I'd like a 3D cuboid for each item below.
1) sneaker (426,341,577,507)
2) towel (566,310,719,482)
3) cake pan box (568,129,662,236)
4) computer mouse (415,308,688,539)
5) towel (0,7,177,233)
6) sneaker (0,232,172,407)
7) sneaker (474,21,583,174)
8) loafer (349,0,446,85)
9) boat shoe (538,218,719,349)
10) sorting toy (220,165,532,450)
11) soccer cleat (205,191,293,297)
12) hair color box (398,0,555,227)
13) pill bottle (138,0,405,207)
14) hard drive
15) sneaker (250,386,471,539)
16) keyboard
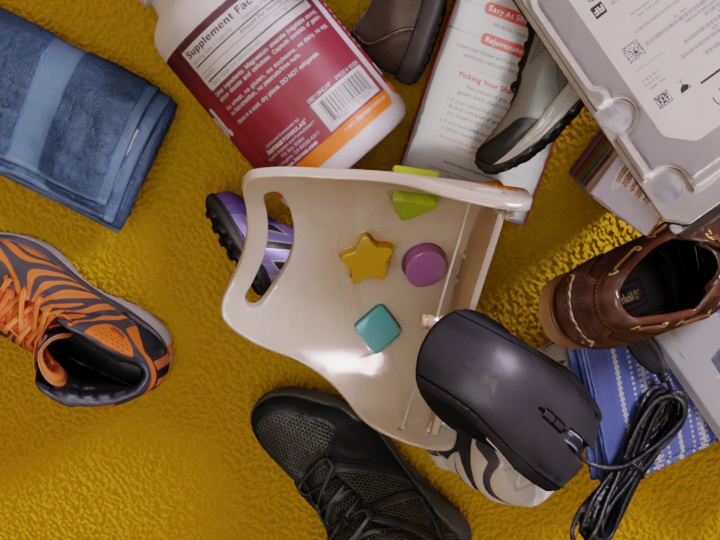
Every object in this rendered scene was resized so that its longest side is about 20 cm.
[{"bbox_3d":[0.124,0.084,0.953,0.200,0.129,0.080,-51,120,-24],"label":"sneaker"},{"bbox_3d":[0.231,0.055,0.921,0.198,0.024,0.147,-17,99,-26],"label":"towel"},{"bbox_3d":[0.220,-0.123,0.852,0.052,0.184,0.201,36,101,-3],"label":"cake pan box"},{"bbox_3d":[0.136,0.076,0.832,0.200,0.046,0.141,43,76,-21],"label":"computer mouse"},{"bbox_3d":[-0.242,-0.120,0.950,0.198,0.049,0.113,26,100,-1],"label":"towel"},{"bbox_3d":[-0.233,0.034,0.945,0.198,0.112,0.078,23,101,-1],"label":"sneaker"},{"bbox_3d":[0.132,-0.152,0.854,0.079,0.074,0.201,34,94,4],"label":"sneaker"},{"bbox_3d":[0.040,-0.234,0.899,0.070,0.073,0.202,18,100,1],"label":"loafer"},{"bbox_3d":[0.205,0.004,0.839,0.070,0.199,0.071,-24,89,52],"label":"boat shoe"},{"bbox_3d":[0.000,0.000,0.871,0.178,0.107,0.202,11,121,-6],"label":"sorting toy"},{"bbox_3d":[-0.034,0.010,0.958,0.073,0.068,0.200,-41,96,-7],"label":"soccer cleat"},{"bbox_3d":[0.102,-0.144,0.917,0.100,0.061,0.202,19,102,-1],"label":"hair color box"},{"bbox_3d":[-0.069,-0.152,0.901,0.113,0.113,0.200,-39,95,9],"label":"pill bottle"},{"bbox_3d":[0.185,-0.138,0.750,0.139,0.038,0.201,-36,72,17],"label":"hard drive"},{"bbox_3d":[-0.008,0.172,0.953,0.199,0.114,0.076,44,116,-3],"label":"sneaker"},{"bbox_3d":[0.251,0.072,0.915,0.056,0.011,0.201,-46,110,-25],"label":"keyboard"}]
